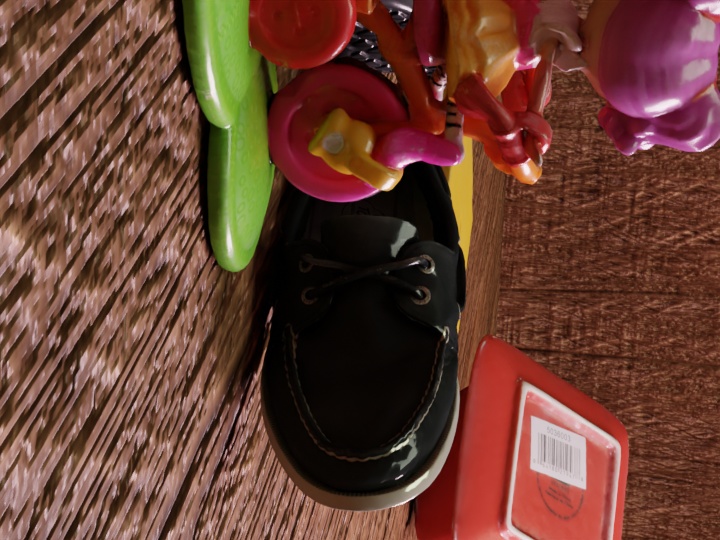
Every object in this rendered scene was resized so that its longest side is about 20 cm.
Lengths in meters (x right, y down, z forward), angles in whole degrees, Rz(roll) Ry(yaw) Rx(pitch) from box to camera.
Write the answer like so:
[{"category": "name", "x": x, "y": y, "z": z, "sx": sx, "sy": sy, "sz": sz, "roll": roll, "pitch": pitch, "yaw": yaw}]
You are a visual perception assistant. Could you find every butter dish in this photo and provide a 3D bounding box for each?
[{"category": "butter dish", "x": 0.109, "y": 0.184, "z": 1.566, "sx": 0.200, "sy": 0.148, "sz": 0.200, "roll": 32, "pitch": 55, "yaw": -35}]

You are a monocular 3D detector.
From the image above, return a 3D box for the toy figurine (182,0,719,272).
[{"category": "toy figurine", "x": 0.050, "y": -0.086, "z": 0.578, "sx": 0.150, "sy": 0.183, "sz": 0.201, "roll": -71, "pitch": 165, "yaw": -65}]

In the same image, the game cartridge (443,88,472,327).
[{"category": "game cartridge", "x": 0.058, "y": -0.034, "z": 1.406, "sx": 0.200, "sy": 0.032, "sz": 0.177, "roll": 83, "pitch": 13, "yaw": -52}]

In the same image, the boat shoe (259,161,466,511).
[{"category": "boat shoe", "x": 0.002, "y": 0.000, "z": 0.710, "sx": 0.200, "sy": 0.074, "sz": 0.066, "roll": -78, "pitch": 168, "yaw": -51}]

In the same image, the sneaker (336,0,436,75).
[{"category": "sneaker", "x": 0.018, "y": -0.127, "z": 0.768, "sx": 0.200, "sy": 0.071, "sz": 0.083, "roll": 40, "pitch": 54, "yaw": -82}]
